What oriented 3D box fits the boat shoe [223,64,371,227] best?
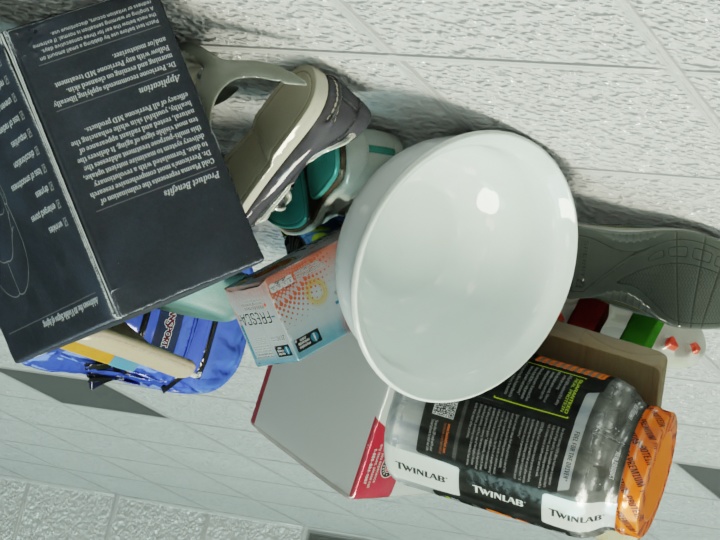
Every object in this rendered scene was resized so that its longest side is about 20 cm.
[{"bbox_3d":[-0.067,-0.057,1.597,0.062,0.073,0.200,22,123,-32],"label":"boat shoe"}]

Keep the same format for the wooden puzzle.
[{"bbox_3d":[-0.244,0.024,1.781,0.199,0.037,0.185,33,-178,24],"label":"wooden puzzle"}]

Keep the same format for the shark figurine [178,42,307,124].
[{"bbox_3d":[-0.116,-0.124,1.596,0.089,0.129,0.214,-8,159,-30],"label":"shark figurine"}]

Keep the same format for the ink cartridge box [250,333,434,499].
[{"bbox_3d":[0.039,0.097,1.939,0.199,0.146,0.144,3,-159,-44],"label":"ink cartridge box"}]

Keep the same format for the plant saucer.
[{"bbox_3d":[-0.166,0.006,1.742,0.198,0.036,0.200,13,175,1],"label":"plant saucer"}]

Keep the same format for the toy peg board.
[{"bbox_3d":[0.150,0.093,1.805,0.198,0.098,0.201,17,132,17],"label":"toy peg board"}]

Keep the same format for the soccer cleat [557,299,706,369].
[{"bbox_3d":[0.200,0.050,1.885,0.199,0.070,0.078,10,146,-32],"label":"soccer cleat"}]

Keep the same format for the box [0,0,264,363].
[{"bbox_3d":[-0.188,-0.060,1.528,0.123,0.198,0.200,-21,180,-30],"label":"box"}]

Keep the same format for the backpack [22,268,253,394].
[{"bbox_3d":[-0.192,0.032,1.983,0.199,0.164,0.168,13,-165,-21],"label":"backpack"}]

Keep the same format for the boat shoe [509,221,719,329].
[{"bbox_3d":[0.208,-0.003,1.724,0.200,0.075,0.065,7,-169,-6],"label":"boat shoe"}]

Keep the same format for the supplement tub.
[{"bbox_3d":[0.128,0.125,1.689,0.199,0.123,0.123,16,168,19],"label":"supplement tub"}]

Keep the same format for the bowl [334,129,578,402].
[{"bbox_3d":[0.053,-0.014,1.629,0.200,0.202,0.090,25,-179,-40],"label":"bowl"}]

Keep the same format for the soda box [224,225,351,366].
[{"bbox_3d":[0.000,0.000,1.701,0.199,0.069,0.063,-28,-171,-31],"label":"soda box"}]

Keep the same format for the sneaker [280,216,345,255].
[{"bbox_3d":[-0.038,-0.009,1.841,0.070,0.083,0.200,14,-168,-11],"label":"sneaker"}]

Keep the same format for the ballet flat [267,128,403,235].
[{"bbox_3d":[-0.019,-0.067,1.716,0.069,0.070,0.200,17,165,-16],"label":"ballet flat"}]
